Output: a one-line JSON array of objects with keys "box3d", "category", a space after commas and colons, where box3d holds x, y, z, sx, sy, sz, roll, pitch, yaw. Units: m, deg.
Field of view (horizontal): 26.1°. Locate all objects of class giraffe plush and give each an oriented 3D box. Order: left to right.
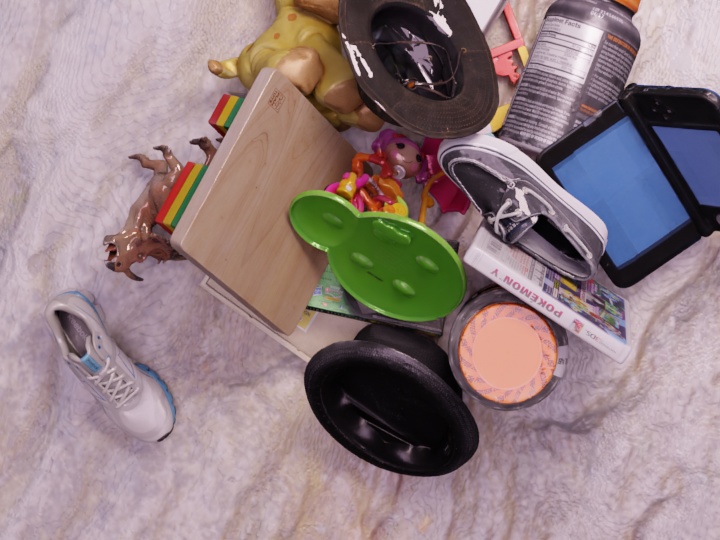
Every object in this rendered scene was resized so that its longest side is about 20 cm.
[{"box3d": [-0.049, -0.252, 1.638, 0.198, 0.172, 0.164, 15, 82, 39], "category": "giraffe plush"}]

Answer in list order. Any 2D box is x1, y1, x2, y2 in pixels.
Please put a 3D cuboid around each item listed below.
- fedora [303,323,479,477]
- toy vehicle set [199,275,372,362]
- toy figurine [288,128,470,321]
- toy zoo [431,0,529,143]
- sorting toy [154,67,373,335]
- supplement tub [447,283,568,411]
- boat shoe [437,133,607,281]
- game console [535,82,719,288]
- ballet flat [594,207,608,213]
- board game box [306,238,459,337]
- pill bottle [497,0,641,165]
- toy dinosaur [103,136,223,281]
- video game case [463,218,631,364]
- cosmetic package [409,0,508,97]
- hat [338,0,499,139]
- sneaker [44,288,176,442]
[{"box3d": [0.041, 0.124, 1.640, 0.198, 0.092, 0.202, 14, 135, 14], "category": "fedora"}, {"box3d": [-0.061, 0.020, 1.694, 0.199, 0.027, 0.125, 35, 95, 3], "category": "toy vehicle set"}, {"box3d": [0.043, -0.078, 1.608, 0.199, 0.150, 0.185, 32, 51, -8], "category": "toy figurine"}, {"box3d": [0.114, -0.225, 1.671, 0.130, 0.020, 0.202, -21, 90, 6], "category": "toy zoo"}, {"box3d": [-0.101, -0.071, 1.574, 0.069, 0.199, 0.202, 15, 72, 39], "category": "sorting toy"}, {"box3d": [0.151, 0.076, 1.589, 0.121, 0.200, 0.124, 0, 92, 5], "category": "supplement tub"}, {"box3d": [0.157, -0.059, 1.540, 0.199, 0.068, 0.072, 36, 135, -13], "category": "boat shoe"}, {"box3d": [0.303, -0.074, 1.541, 0.119, 0.170, 0.200, -51, 123, -18], "category": "game console"}, {"box3d": [0.285, -0.100, 1.621, 0.200, 0.067, 0.067, -45, 113, 7], "category": "ballet flat"}, {"box3d": [0.000, 0.000, 1.660, 0.197, 0.023, 0.106, 13, 80, -1], "category": "board game box"}, {"box3d": [0.224, -0.206, 1.606, 0.105, 0.106, 0.202, 22, 89, 4], "category": "pill bottle"}, {"box3d": [-0.181, -0.070, 1.677, 0.197, 0.086, 0.137, -11, 92, 0], "category": "toy dinosaur"}, {"box3d": [0.191, 0.013, 1.558, 0.181, 0.200, 0.023, 33, 104, 2], "category": "video game case"}, {"box3d": [0.112, -0.265, 1.618, 0.050, 0.083, 0.201, 32, 94, 3], "category": "cosmetic package"}, {"box3d": [0.043, -0.203, 1.542, 0.198, 0.081, 0.203, 14, 59, -25], "category": "hat"}, {"box3d": [-0.280, 0.109, 1.690, 0.075, 0.087, 0.200, -41, 89, 4], "category": "sneaker"}]
